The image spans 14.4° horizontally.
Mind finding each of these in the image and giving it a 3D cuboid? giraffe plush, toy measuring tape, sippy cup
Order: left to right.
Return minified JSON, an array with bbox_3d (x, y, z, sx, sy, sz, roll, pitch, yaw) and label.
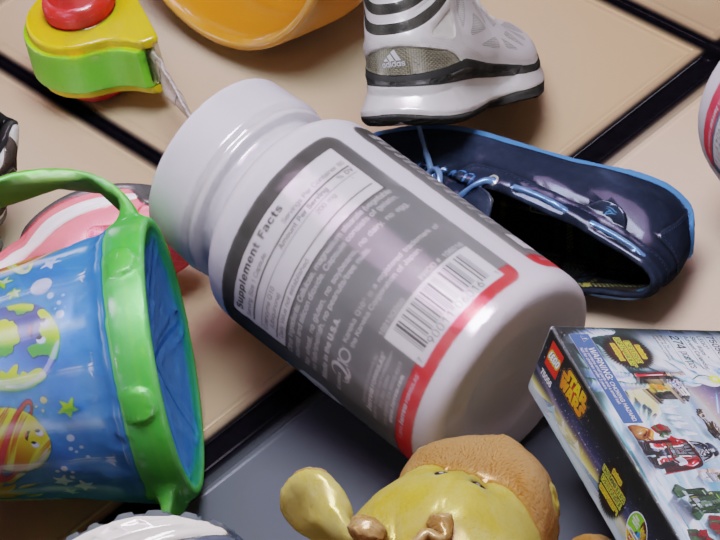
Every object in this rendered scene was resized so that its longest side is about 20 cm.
[{"bbox_3d":[-0.150,0.052,1.351,0.129,0.140,0.178,-11,40,4],"label":"sippy cup"},{"bbox_3d":[-0.141,-0.108,1.576,0.073,0.074,0.200,-21,42,-9],"label":"toy measuring tape"},{"bbox_3d":[0.037,0.139,1.190,0.171,0.163,0.201,-6,42,7],"label":"giraffe plush"}]

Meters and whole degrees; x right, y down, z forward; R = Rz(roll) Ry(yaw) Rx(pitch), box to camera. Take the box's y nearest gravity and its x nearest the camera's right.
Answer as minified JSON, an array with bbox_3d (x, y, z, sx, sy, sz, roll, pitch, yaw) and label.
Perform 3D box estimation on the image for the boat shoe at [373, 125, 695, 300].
[{"bbox_3d":[0.065,-0.029,1.425,0.199,0.085,0.069,3,32,20],"label":"boat shoe"}]

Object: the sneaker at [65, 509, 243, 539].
[{"bbox_3d":[-0.134,0.180,1.269,0.199,0.078,0.087,-25,55,-3],"label":"sneaker"}]

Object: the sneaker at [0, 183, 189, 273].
[{"bbox_3d":[-0.164,0.027,1.448,0.199,0.074,0.087,-22,56,-5],"label":"sneaker"}]

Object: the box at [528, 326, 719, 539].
[{"bbox_3d":[0.173,0.100,1.252,0.136,0.040,0.200,2,36,-26],"label":"box"}]

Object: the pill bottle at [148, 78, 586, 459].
[{"bbox_3d":[0.000,0.000,1.363,0.200,0.114,0.114,37,60,28],"label":"pill bottle"}]

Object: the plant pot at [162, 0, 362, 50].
[{"bbox_3d":[-0.019,-0.247,1.622,0.183,0.201,0.200,-25,41,-36],"label":"plant pot"}]

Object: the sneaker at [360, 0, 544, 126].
[{"bbox_3d":[0.049,-0.143,1.481,0.075,0.116,0.200,0,10,17],"label":"sneaker"}]

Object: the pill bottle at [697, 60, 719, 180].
[{"bbox_3d":[0.251,-0.029,1.355,0.119,0.120,0.200,-19,43,-7],"label":"pill bottle"}]

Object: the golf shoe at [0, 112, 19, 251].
[{"bbox_3d":[-0.252,-0.054,1.455,0.078,0.095,0.200,32,16,29],"label":"golf shoe"}]
